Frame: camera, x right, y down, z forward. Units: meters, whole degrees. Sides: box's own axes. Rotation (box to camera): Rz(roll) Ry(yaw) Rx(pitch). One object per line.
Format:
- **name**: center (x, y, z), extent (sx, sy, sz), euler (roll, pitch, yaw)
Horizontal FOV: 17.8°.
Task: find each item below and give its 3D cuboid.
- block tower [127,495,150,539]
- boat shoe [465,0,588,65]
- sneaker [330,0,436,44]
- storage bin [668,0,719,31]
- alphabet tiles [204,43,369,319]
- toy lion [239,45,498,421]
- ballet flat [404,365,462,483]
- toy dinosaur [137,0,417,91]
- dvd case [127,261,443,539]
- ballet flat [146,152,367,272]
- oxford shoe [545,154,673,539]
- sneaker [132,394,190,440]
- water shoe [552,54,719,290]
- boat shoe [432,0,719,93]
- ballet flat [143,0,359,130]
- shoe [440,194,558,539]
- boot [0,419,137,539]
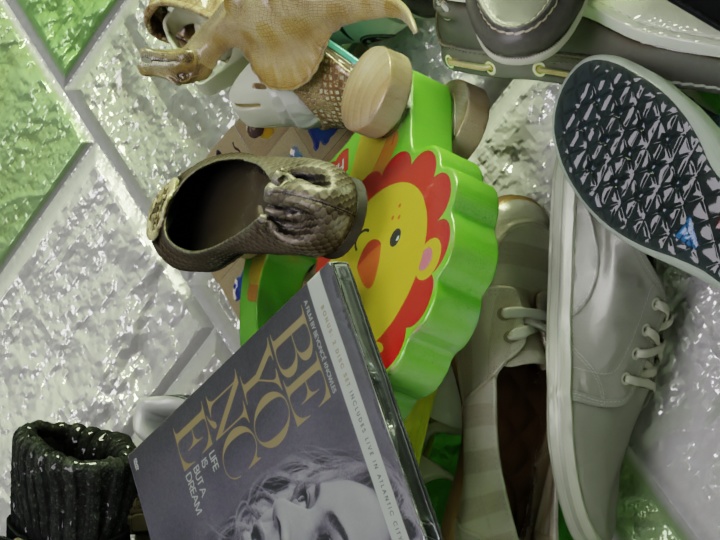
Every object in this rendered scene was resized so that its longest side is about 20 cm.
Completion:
- **block tower**: center (-0.102, 0.217, 1.300), extent (0.054, 0.058, 0.201), euler (-12, 78, 41)
- **boat shoe**: center (0.086, -0.189, 1.121), extent (0.067, 0.057, 0.200), euler (0, 53, 22)
- **sneaker**: center (-0.017, -0.220, 1.265), extent (0.088, 0.074, 0.201), euler (-20, 76, 42)
- **storage bin**: center (0.144, -0.207, 1.024), extent (0.135, 0.200, 0.094), euler (-51, 29, 24)
- **alphabet tiles**: center (-0.017, -0.023, 1.287), extent (0.167, 0.006, 0.200), euler (-49, 56, 26)
- **toy lion**: center (0.000, 0.000, 1.162), extent (0.200, 0.068, 0.192), euler (-40, 38, 43)
- **ballet flat**: center (0.032, 0.093, 1.190), extent (0.067, 0.067, 0.201), euler (13, 81, 10)
- **toy dinosaur**: center (-0.035, -0.146, 1.207), extent (0.200, 0.058, 0.102), euler (-8, 88, 41)
- **dvd case**: center (-0.043, 0.110, 1.123), extent (0.200, 0.016, 0.149), euler (-43, 56, 41)
- **ballet flat**: center (-0.065, -0.032, 1.186), extent (0.200, 0.046, 0.068), euler (5, 80, 59)
- **oxford shoe**: center (0.122, 0.036, 1.119), extent (0.058, 0.075, 0.201), euler (1, 85, 15)
- **sneaker**: center (-0.068, 0.120, 1.216), extent (0.077, 0.080, 0.200), euler (-67, 22, 8)
- **water shoe**: center (0.171, -0.027, 1.069), extent (0.200, 0.079, 0.072), euler (43, 111, 30)
- **boat shoe**: center (0.124, -0.113, 1.135), extent (0.201, 0.072, 0.060), euler (16, 123, 32)
- **ballet flat**: center (-0.056, -0.114, 1.279), extent (0.065, 0.071, 0.200), euler (-46, 44, -6)
- **shoe**: center (0.080, 0.063, 1.147), extent (0.053, 0.070, 0.201), euler (14, 103, 54)
- **boot**: center (-0.133, 0.176, 1.241), extent (0.211, 0.079, 0.158), euler (20, 99, 43)
